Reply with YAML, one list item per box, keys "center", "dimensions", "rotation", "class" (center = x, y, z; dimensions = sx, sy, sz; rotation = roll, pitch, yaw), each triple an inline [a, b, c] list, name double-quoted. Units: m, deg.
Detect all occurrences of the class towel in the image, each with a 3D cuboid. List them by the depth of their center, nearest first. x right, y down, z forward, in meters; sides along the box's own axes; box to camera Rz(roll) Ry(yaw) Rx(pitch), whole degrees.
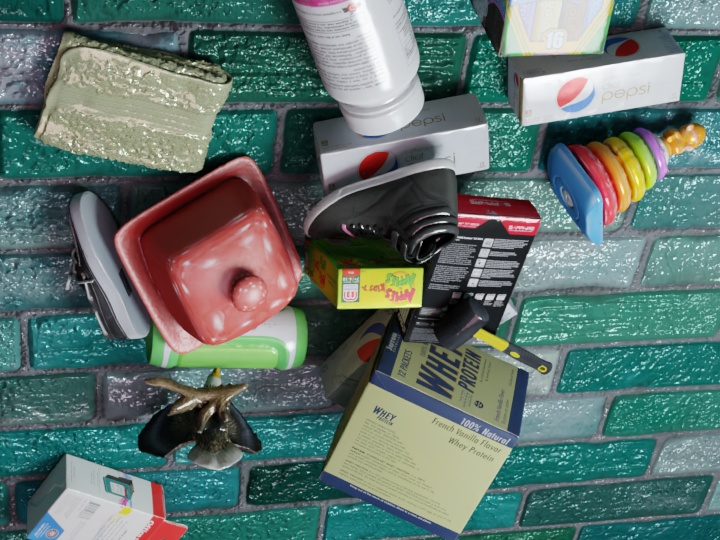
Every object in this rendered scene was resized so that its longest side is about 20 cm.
- center: [-0.253, -0.181, 1.425]
  dimensions: [0.198, 0.037, 0.149]
  rotation: [10, 127, -22]
  class: "towel"

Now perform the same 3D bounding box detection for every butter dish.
- center: [-0.154, 0.003, 1.499]
  dimensions: [0.198, 0.148, 0.201]
  rotation: [-32, 124, -14]
  class: "butter dish"

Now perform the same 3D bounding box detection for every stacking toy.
- center: [0.340, -0.134, 1.588]
  dimensions: [0.198, 0.110, 0.116]
  rotation: [-27, 147, -6]
  class: "stacking toy"

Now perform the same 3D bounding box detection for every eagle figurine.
- center: [-0.201, 0.195, 1.662]
  dimensions: [0.151, 0.151, 0.200]
  rotation: [-45, 170, -29]
  class: "eagle figurine"

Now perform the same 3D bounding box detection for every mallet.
- center: [0.180, 0.085, 1.589]
  dimensions: [0.199, 0.041, 0.066]
  rotation: [19, 124, -36]
  class: "mallet"

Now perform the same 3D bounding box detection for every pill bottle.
- center: [0.000, -0.252, 1.380]
  dimensions: [0.112, 0.114, 0.201]
  rotation: [-20, 131, 2]
  class: "pill bottle"

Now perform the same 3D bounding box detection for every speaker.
- center: [-0.171, 0.084, 1.635]
  dimensions: [0.197, 0.089, 0.089]
  rotation: [2, 129, -17]
  class: "speaker"

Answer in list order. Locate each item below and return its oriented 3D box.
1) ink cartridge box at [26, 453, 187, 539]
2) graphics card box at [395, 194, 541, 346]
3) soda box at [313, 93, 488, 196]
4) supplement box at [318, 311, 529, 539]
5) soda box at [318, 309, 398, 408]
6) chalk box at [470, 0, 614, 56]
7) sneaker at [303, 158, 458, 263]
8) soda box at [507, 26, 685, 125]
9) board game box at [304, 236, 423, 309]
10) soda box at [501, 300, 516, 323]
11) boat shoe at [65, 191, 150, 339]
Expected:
- center: [-0.358, 0.347, 1.816]
  dimensions: [0.199, 0.068, 0.116]
  rotation: [26, 119, -31]
  class: "ink cartridge box"
- center: [0.128, 0.001, 1.555]
  dimensions: [0.124, 0.051, 0.202]
  rotation: [2, 127, -19]
  class: "graphics card box"
- center: [0.047, -0.146, 1.498]
  dimensions: [0.197, 0.064, 0.069]
  rotation: [-11, 134, -4]
  class: "soda box"
- center: [0.082, 0.199, 1.635]
  dimensions: [0.198, 0.135, 0.201]
  rotation: [24, 124, -2]
  class: "supplement box"
- center: [0.035, 0.102, 1.717]
  dimensions: [0.068, 0.064, 0.200]
  rotation: [32, 116, -33]
  class: "soda box"
- center: [0.201, -0.344, 1.349]
  dimensions: [0.122, 0.126, 0.202]
  rotation: [-3, 131, -12]
  class: "chalk box"
- center: [0.025, -0.049, 1.461]
  dimensions: [0.198, 0.100, 0.071]
  rotation: [-20, 158, 21]
  class: "sneaker"
- center: [0.275, -0.228, 1.506]
  dimensions: [0.197, 0.064, 0.069]
  rotation: [-10, 131, -6]
  class: "soda box"
- center: [0.000, 0.000, 1.533]
  dimensions: [0.100, 0.200, 0.048]
  rotation: [-1, 102, -13]
  class: "board game box"
- center: [0.121, -0.003, 1.639]
  dimensions: [0.063, 0.068, 0.200]
  rotation: [-32, 130, 13]
  class: "soda box"
- center: [-0.317, -0.002, 1.536]
  dimensions: [0.067, 0.074, 0.201]
  rotation: [-7, 127, 17]
  class: "boat shoe"
